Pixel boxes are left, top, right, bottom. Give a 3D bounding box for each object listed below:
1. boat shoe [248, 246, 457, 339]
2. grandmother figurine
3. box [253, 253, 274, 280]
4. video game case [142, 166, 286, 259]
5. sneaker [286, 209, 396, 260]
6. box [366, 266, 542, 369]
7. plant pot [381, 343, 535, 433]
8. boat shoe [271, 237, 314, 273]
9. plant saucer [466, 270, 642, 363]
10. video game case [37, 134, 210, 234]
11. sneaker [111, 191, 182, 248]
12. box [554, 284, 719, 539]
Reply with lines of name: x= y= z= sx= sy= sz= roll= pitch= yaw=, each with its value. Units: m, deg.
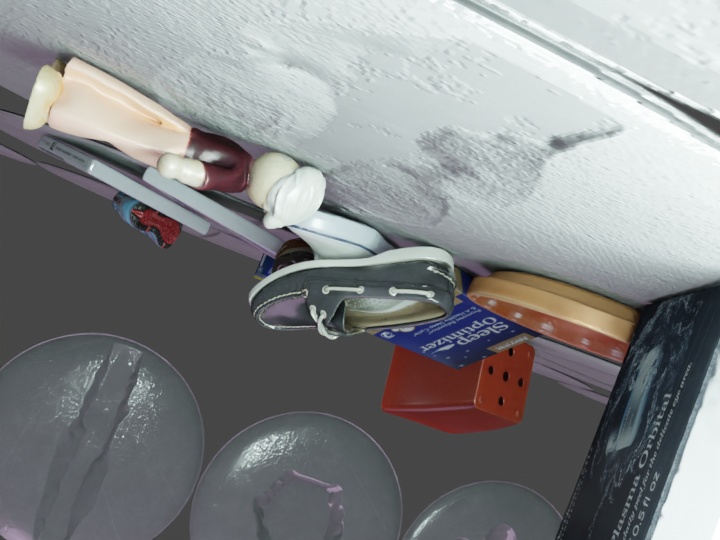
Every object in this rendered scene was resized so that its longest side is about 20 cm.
boat shoe: x=-0.010 y=0.030 z=0.765 sx=0.200 sy=0.060 sz=0.074 roll=-9 pitch=143 yaw=13
grandmother figurine: x=-0.118 y=-0.082 z=0.569 sx=0.200 sy=0.061 sz=0.121 roll=20 pitch=-156 yaw=-16
box: x=-0.099 y=0.020 z=1.621 sx=0.200 sy=0.070 sz=0.064 roll=20 pitch=175 yaw=19
video game case: x=-0.172 y=-0.063 z=1.104 sx=0.200 sy=0.023 sz=0.182 roll=29 pitch=177 yaw=6
sneaker: x=-0.014 y=-0.009 z=0.815 sx=0.073 sy=0.071 sz=0.200 roll=19 pitch=175 yaw=30
box: x=0.113 y=0.061 z=0.914 sx=0.121 sy=0.032 sz=0.200 roll=-28 pitch=145 yaw=33
plant pot: x=0.184 y=0.176 z=1.451 sx=0.200 sy=0.200 sz=0.176 roll=25 pitch=163 yaw=-40
boat shoe: x=0.000 y=0.000 z=0.955 sx=0.200 sy=0.076 sz=0.074 roll=14 pitch=-150 yaw=-13
plant saucer: x=0.190 y=0.043 z=0.721 sx=0.200 sy=0.032 sz=0.200 roll=22 pitch=177 yaw=1
video game case: x=-0.330 y=-0.120 z=1.177 sx=0.182 sy=0.023 sz=0.200 roll=24 pitch=176 yaw=46
sneaker: x=-0.445 y=-0.115 z=1.760 sx=0.095 sy=0.079 sz=0.200 roll=30 pitch=171 yaw=22
box: x=0.210 y=0.123 z=0.495 sx=0.117 sy=0.197 sz=0.200 roll=22 pitch=176 yaw=7
